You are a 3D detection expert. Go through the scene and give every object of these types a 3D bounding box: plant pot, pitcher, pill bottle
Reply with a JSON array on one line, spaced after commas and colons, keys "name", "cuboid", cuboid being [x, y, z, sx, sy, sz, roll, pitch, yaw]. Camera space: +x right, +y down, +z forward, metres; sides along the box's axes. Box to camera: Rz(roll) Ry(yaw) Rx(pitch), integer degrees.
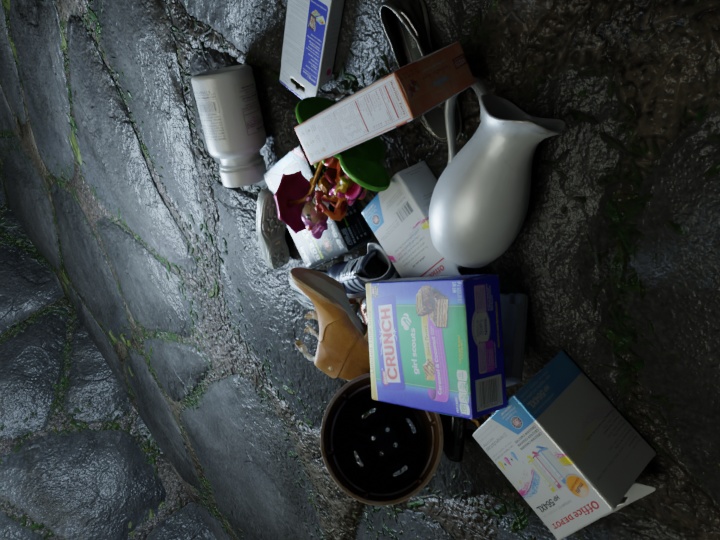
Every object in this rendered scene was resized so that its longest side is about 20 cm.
[{"name": "plant pot", "cuboid": [0.040, 0.290, 1.079, 0.201, 0.199, 0.199, 50, 173, 15]}, {"name": "pitcher", "cuboid": [0.145, -0.124, 0.791, 0.172, 0.119, 0.203, 49, 133, 39]}, {"name": "pill bottle", "cuboid": [-0.234, -0.265, 1.159, 0.113, 0.113, 0.205, 15, 123, 45]}]

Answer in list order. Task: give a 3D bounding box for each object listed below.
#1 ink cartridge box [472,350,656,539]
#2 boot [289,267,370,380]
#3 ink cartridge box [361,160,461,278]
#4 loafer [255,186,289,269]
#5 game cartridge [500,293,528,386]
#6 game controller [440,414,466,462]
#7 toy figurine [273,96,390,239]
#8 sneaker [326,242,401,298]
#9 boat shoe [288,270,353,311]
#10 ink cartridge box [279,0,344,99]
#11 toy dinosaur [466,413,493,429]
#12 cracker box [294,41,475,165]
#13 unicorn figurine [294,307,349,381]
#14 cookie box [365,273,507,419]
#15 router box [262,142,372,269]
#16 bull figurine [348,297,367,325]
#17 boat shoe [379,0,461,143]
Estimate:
[{"name": "ink cartridge box", "cuboid": [0.276, 0.242, 0.837, 0.201, 0.124, 0.130, 49, 142, 18]}, {"name": "boot", "cuboid": [-0.053, 0.098, 1.036, 0.198, 0.071, 0.146, 30, 117, -1]}, {"name": "ink cartridge box", "cuboid": [0.099, -0.040, 0.927, 0.202, 0.067, 0.115, 58, 143, 7]}, {"name": "loafer", "cuboid": [-0.179, -0.087, 1.231, 0.070, 0.069, 0.203, 47, 150, 31]}, {"name": "game cartridge", "cuboid": [0.157, 0.105, 0.918, 0.198, 0.040, 0.136, -7, 68, 52]}, {"name": "game controller", "cuboid": [0.147, 0.222, 1.026, 0.105, 0.041, 0.203, -126, 25, -47]}, {"name": "toy figurine", "cuboid": [-0.056, -0.125, 0.952, 0.185, 0.148, 0.202, -55, 52, 35]}, {"name": "sneaker", "cuboid": [0.000, 0.000, 1.036, 0.197, 0.071, 0.108, 12, 160, 40]}, {"name": "boat shoe", "cuboid": [-0.068, 0.049, 1.201, 0.199, 0.071, 0.072, 24, 139, 55]}, {"name": "ink cartridge box", "cuboid": [-0.077, -0.366, 0.970, 0.094, 0.037, 0.203, 41, 136, 26]}, {"name": "toy dinosaur", "cuboid": [0.181, 0.194, 0.980, 0.105, 0.060, 0.204, 30, 133, 38]}, {"name": "cracker box", "cuboid": [0.026, -0.205, 0.778, 0.198, 0.133, 0.059, -11, 110, 49]}, {"name": "unicorn figurine", "cuboid": [-0.047, 0.141, 1.144, 0.136, 0.074, 0.201, 34, 154, 8]}, {"name": "cookie box", "cuboid": [0.096, 0.097, 0.853, 0.198, 0.074, 0.176, -4, 90, 53]}, {"name": "router box", "cuboid": [-0.079, -0.115, 1.106, 0.149, 0.061, 0.204, -21, 95, 55]}, {"name": "bull figurine", "cuboid": [0.053, 0.111, 1.084, 0.199, 0.064, 0.124, 32, 142, 43]}, {"name": "boat shoe", "cuboid": [0.075, -0.260, 0.828, 0.066, 0.056, 0.204, -7, 106, 52]}]
